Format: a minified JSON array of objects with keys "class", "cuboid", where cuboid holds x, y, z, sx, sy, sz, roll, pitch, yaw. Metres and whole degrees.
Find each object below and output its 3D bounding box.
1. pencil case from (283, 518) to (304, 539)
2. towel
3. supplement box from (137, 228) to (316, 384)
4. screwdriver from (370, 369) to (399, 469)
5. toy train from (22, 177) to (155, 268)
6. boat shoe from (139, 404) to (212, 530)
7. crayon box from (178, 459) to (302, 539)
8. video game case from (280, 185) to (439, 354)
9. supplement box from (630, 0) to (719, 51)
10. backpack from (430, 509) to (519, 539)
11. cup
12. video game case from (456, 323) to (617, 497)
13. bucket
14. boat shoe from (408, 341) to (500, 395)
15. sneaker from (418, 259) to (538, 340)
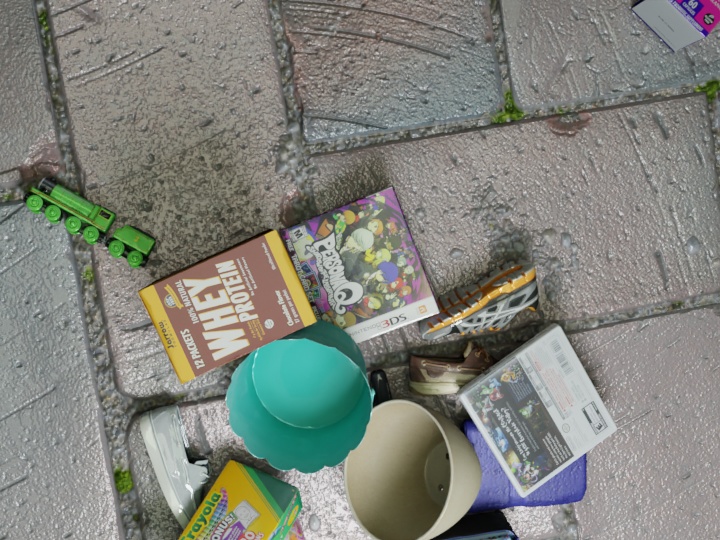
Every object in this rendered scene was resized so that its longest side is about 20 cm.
[{"class":"pencil case","cuboid":[-0.175,0.421,1.325,0.198,0.087,0.088,-15,95,-8]},{"class":"towel","cuboid":[0.250,0.293,1.394,0.198,0.050,0.149,-2,100,-8]},{"class":"supplement box","cuboid":[-0.181,0.041,1.246,0.196,0.200,0.134,-25,96,-5]},{"class":"screwdriver","cuboid":[0.046,0.248,1.372,0.028,0.029,0.202,-13,94,-6]},{"class":"toy train","cuboid":[-0.387,-0.070,1.297,0.199,0.042,0.057,30,79,-8]},{"class":"boat shoe","cuboid":[-0.256,0.292,1.315,0.071,0.070,0.202,-22,94,-4]},{"class":"crayon box","cuboid":[-0.181,0.379,1.265,0.118,0.058,0.201,17,53,21]},{"class":"video game case","cuboid":[0.000,0.000,1.334,0.180,0.036,0.201,-20,95,7]},{"class":"supplement box","cuboid":[0.526,-0.448,1.364,0.101,0.103,0.200,41,86,-6]},{"class":"backpack","cuboid":[0.156,0.480,1.346,0.181,0.135,0.202,-5,96,-6]},{"class":"cup","cuboid":[0.095,0.293,1.305,0.143,0.200,0.202,15,91,-46]},{"class":"video game case","cuboid":[0.264,0.209,1.339,0.181,0.023,0.201,-34,106,-5]},{"class":"bucket","cuboid":[-0.080,0.171,1.281,0.205,0.135,0.209,1,103,3]},{"class":"boat shoe","cuboid":[0.170,0.143,1.364,0.198,0.072,0.073,-5,95,-1]},{"class":"sneaker","cuboid":[0.183,0.061,1.360,0.199,0.078,0.078,-25,116,2]}]
